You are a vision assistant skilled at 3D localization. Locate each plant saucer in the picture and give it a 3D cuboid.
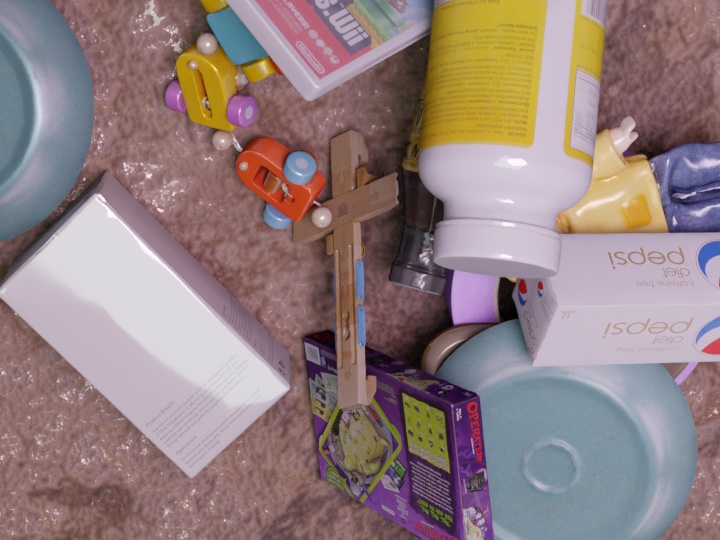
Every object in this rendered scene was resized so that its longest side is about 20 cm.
[{"bbox_3d":[0.135,0.131,1.134,0.199,0.036,0.201,5,111,12],"label":"plant saucer"},{"bbox_3d":[-0.287,-0.115,1.130,0.198,0.036,0.202,1,99,9],"label":"plant saucer"}]

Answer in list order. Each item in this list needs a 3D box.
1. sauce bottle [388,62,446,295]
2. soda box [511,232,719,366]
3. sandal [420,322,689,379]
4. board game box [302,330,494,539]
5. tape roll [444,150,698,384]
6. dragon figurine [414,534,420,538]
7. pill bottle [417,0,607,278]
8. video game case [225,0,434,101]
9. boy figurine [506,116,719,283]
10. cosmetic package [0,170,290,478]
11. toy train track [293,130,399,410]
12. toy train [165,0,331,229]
[{"bbox_3d":[0.064,-0.084,1.144,0.066,0.066,0.201,13,90,-6],"label":"sauce bottle"},{"bbox_3d":[0.209,0.019,1.089,0.199,0.064,0.068,-1,141,-14],"label":"soda box"},{"bbox_3d":[0.143,0.067,1.152,0.198,0.054,0.081,-6,107,-1],"label":"sandal"},{"bbox_3d":[0.024,0.122,1.162,0.032,0.200,0.121,-12,108,-30],"label":"board game box"},{"bbox_3d":[0.163,0.009,1.198,0.199,0.066,0.202,-1,107,-3],"label":"tape roll"},{"bbox_3d":[0.139,0.171,1.212,0.199,0.100,0.059,-20,110,23],"label":"dragon figurine"},{"bbox_3d":[0.095,-0.101,1.028,0.111,0.112,0.201,7,82,-5],"label":"pill bottle"},{"bbox_3d":[-0.013,-0.203,1.056,0.143,0.200,0.017,51,137,4],"label":"video game case"},{"bbox_3d":[0.179,-0.044,1.116,0.199,0.065,0.125,-13,116,-1],"label":"boy figurine"},{"bbox_3d":[-0.154,0.039,1.182,0.107,0.085,0.200,-41,103,8],"label":"cosmetic package"},{"bbox_3d":[0.000,0.000,1.159,0.032,0.114,0.201,13,68,-39],"label":"toy train track"},{"bbox_3d":[-0.057,-0.125,1.130,0.150,0.056,0.200,34,142,8],"label":"toy train"}]
